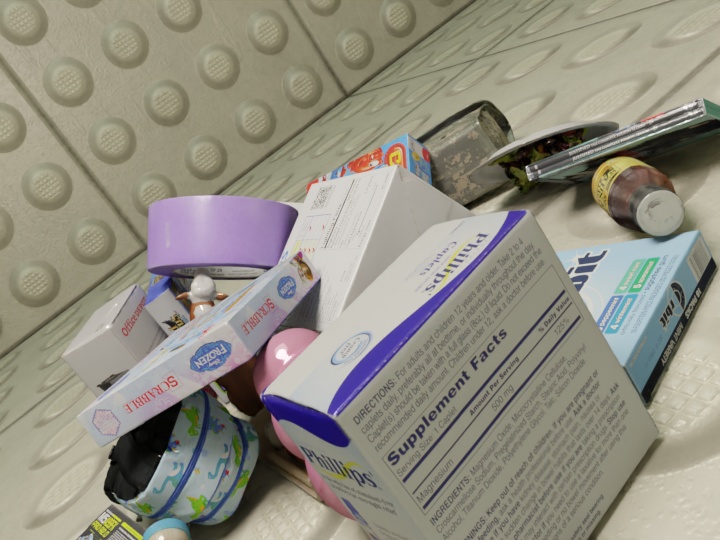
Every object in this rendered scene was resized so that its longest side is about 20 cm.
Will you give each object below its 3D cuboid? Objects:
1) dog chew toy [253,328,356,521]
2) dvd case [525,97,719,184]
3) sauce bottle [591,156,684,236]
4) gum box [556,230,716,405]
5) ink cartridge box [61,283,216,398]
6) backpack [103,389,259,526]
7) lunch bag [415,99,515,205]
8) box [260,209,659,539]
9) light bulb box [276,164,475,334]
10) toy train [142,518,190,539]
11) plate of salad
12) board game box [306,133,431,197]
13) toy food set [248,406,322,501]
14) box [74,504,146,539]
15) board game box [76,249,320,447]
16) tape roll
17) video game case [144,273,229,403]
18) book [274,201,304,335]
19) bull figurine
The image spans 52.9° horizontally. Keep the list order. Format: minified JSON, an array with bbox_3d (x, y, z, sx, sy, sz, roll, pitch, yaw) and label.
[{"bbox_3d":[-0.018,0.119,0.617,0.124,0.125,0.200,-41,51,-19],"label":"dog chew toy"},{"bbox_3d":[0.308,-0.141,0.824,0.199,0.022,0.145,-18,-7,38],"label":"dvd case"},{"bbox_3d":[0.272,-0.075,0.712,0.066,0.066,0.200,-29,6,14],"label":"sauce bottle"},{"bbox_3d":[0.190,0.043,0.652,0.199,0.045,0.170,-10,31,52],"label":"gum box"},{"bbox_3d":[-0.291,0.140,0.988,0.085,0.201,0.148,-32,19,9],"label":"ink cartridge box"},{"bbox_3d":[-0.194,0.196,0.778,0.164,0.153,0.200,-64,6,-22],"label":"backpack"},{"bbox_3d":[0.153,-0.180,1.143,0.163,0.118,0.200,-29,15,25],"label":"lunch bag"},{"bbox_3d":[0.072,0.096,0.479,0.184,0.201,0.105,-43,20,-24],"label":"box"},{"bbox_3d":[0.000,0.000,0.849,0.199,0.124,0.200,0,65,59],"label":"light bulb box"},{"bbox_3d":[-0.215,0.306,0.607,0.199,0.085,0.116,-36,31,-4],"label":"toy train"},{"bbox_3d":[0.240,-0.142,0.941,0.198,0.048,0.200,-15,-7,-2],"label":"plate of salad"},{"bbox_3d":[0.011,-0.066,1.039,0.195,0.056,0.202,-22,58,34],"label":"board game box"},{"bbox_3d":[-0.040,0.149,0.760,0.143,0.061,0.200,-42,20,-21],"label":"toy food set"},{"bbox_3d":[-0.274,0.334,0.736,0.160,0.044,0.199,-45,21,-28],"label":"box"},{"bbox_3d":[-0.154,0.072,0.728,0.199,0.041,0.200,-31,9,23],"label":"board game box"},{"bbox_3d":[-0.181,-0.038,0.965,0.198,0.086,0.200,-1,-6,0],"label":"tape roll"},{"bbox_3d":[-0.243,0.082,1.075,0.045,0.182,0.200,-35,18,-3],"label":"video game case"},{"bbox_3d":[-0.107,0.001,1.067,0.133,0.048,0.202,14,96,65],"label":"book"},{"bbox_3d":[-0.174,0.097,0.917,0.065,0.201,0.121,-27,0,-17],"label":"bull figurine"}]
